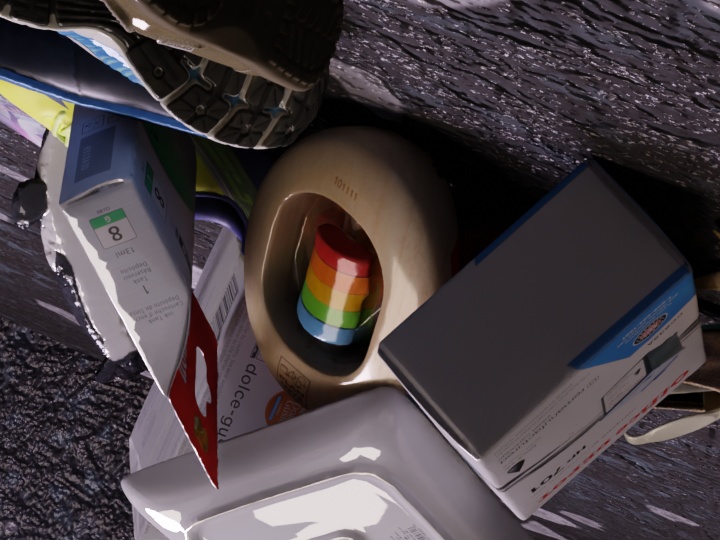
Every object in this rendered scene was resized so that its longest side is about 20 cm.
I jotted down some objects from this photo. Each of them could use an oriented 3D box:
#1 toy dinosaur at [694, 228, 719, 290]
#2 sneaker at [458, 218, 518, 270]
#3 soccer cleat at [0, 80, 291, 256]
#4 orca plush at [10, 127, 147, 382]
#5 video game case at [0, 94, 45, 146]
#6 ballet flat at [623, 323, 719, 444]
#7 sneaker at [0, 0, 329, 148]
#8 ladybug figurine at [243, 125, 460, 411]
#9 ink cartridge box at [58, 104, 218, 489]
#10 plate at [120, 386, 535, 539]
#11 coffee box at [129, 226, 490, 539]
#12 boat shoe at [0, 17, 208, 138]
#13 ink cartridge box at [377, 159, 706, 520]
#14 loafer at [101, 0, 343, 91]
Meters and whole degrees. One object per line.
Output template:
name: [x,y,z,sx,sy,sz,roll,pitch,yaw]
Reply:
toy dinosaur: [0.216,0.012,1.149,0.101,0.058,0.200,40,180,0]
sneaker: [0.033,-0.012,1.330,0.112,0.071,0.200,22,173,-12]
soccer cleat: [-0.136,-0.073,1.342,0.200,0.084,0.065,24,171,-3]
orca plush: [-0.165,-0.032,1.481,0.071,0.105,0.200,-103,-8,-66]
video game case: [-0.199,-0.098,1.552,0.143,0.019,0.200,15,168,40]
ballet flat: [0.143,0.070,1.328,0.199,0.067,0.068,-4,158,15]
sneaker: [-0.103,-0.130,1.075,0.200,0.078,0.090,30,-174,-18]
ladybug figurine: [0.000,0.000,1.263,0.136,0.072,0.200,40,135,21]
ink cartridge box: [-0.102,-0.004,1.251,0.161,0.050,0.200,-95,-19,-59]
plate: [-0.011,0.163,1.327,0.200,0.032,0.200,-21,128,28]
coffee box: [-0.024,0.095,1.479,0.197,0.200,0.200,22,-170,-12]
boat shoe: [-0.128,-0.116,1.166,0.199,0.069,0.084,16,-178,13]
ink cartridge box: [0.102,0.043,1.193,0.086,0.146,0.200,48,178,20]
loafer: [-0.081,-0.129,0.949,0.067,0.076,0.200,9,164,32]
